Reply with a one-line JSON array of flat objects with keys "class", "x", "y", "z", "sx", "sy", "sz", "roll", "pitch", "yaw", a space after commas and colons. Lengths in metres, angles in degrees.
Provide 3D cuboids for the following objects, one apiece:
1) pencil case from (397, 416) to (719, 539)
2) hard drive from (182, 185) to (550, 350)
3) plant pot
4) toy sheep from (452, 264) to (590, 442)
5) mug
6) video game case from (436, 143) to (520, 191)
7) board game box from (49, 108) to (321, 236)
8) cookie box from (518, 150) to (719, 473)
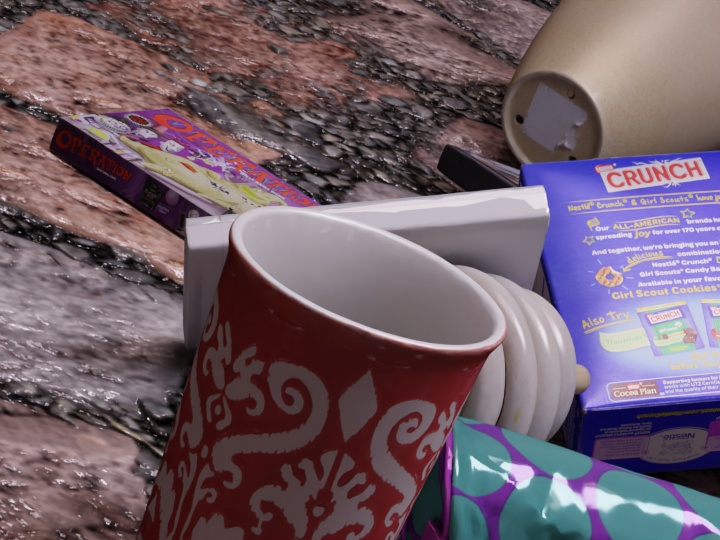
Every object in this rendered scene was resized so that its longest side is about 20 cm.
[{"class": "pencil case", "x": 0.118, "y": 0.144, "z": 1.458, "sx": 0.200, "sy": 0.085, "sz": 0.092, "roll": 17, "pitch": 54, "yaw": -17}, {"class": "hard drive", "x": 0.000, "y": 0.000, "z": 1.561, "sx": 0.200, "sy": 0.132, "sz": 0.027, "roll": -5, "pitch": 63, "yaw": -7}, {"class": "plant pot", "x": 0.200, "y": -0.147, "z": 2.194, "sx": 0.187, "sy": 0.187, "sz": 0.200, "roll": 30, "pitch": 35, "yaw": 22}, {"class": "toy sheep", "x": 0.053, "y": 0.062, "z": 1.530, "sx": 0.200, "sy": 0.138, "sz": 0.138, "roll": 0, "pitch": 30, "yaw": -47}, {"class": "mug", "x": -0.025, "y": 0.083, "z": 1.296, "sx": 0.133, "sy": 0.200, "sz": 0.178, "roll": 24, "pitch": 19, "yaw": 6}, {"class": "video game case", "x": 0.170, "y": -0.032, "z": 1.985, "sx": 0.181, "sy": 0.026, "sz": 0.200, "roll": 18, "pitch": 10, "yaw": -25}, {"class": "board game box", "x": -0.095, "y": -0.049, "z": 1.820, "sx": 0.200, "sy": 0.032, "sz": 0.120, "roll": 32, "pitch": 18, "yaw": 26}, {"class": "cookie box", "x": 0.195, "y": 0.023, "z": 1.691, "sx": 0.171, "sy": 0.075, "sz": 0.200, "roll": -4, "pitch": 49, "yaw": -7}]
